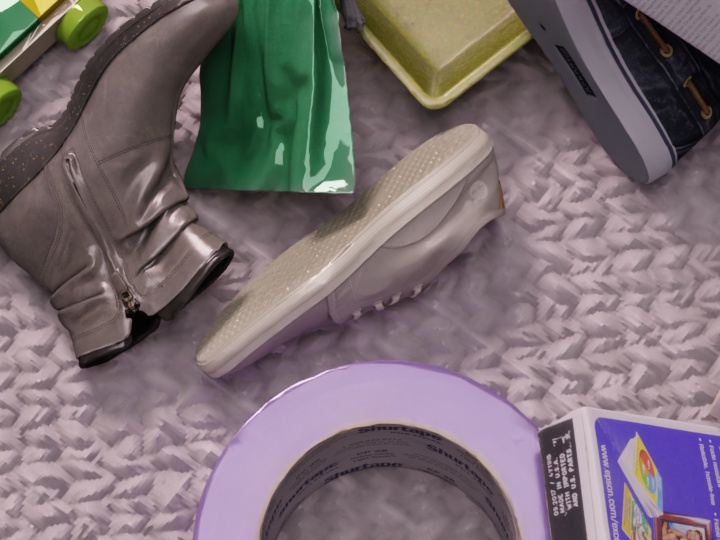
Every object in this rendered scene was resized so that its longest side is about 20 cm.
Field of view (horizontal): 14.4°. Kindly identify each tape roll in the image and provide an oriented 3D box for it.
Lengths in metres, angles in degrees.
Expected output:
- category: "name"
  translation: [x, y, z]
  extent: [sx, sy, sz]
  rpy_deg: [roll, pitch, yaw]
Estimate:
- category: "tape roll"
  translation: [0.015, 0.153, 1.459]
  extent: [0.199, 0.085, 0.201]
  rpy_deg: [0, 72, 0]

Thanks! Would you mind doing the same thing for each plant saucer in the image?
- category: "plant saucer"
  translation: [0.053, -0.209, 1.601]
  extent: [0.200, 0.048, 0.200]
  rpy_deg: [-38, 75, -11]

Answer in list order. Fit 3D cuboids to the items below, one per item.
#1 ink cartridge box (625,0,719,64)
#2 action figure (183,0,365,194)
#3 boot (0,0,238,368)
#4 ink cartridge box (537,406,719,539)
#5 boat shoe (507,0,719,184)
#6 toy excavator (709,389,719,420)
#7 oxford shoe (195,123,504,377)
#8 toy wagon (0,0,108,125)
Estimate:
- category: "ink cartridge box"
  translation: [0.167, -0.201, 1.514]
  extent: [0.200, 0.043, 0.197]
  rpy_deg: [32, 37, -11]
- category: "action figure"
  translation: [-0.041, -0.142, 1.540]
  extent: [0.118, 0.055, 0.201]
  rpy_deg: [4, 92, 32]
- category: "boot"
  translation: [-0.107, -0.050, 1.522]
  extent: [0.200, 0.068, 0.131]
  rpy_deg: [-45, 77, 15]
- category: "ink cartridge box"
  translation: [0.182, 0.178, 1.437]
  extent: [0.200, 0.043, 0.199]
  rpy_deg: [10, 65, -39]
- category: "boat shoe"
  translation: [0.138, -0.149, 1.527]
  extent: [0.091, 0.071, 0.200]
  rpy_deg: [-39, 119, -12]
- category: "toy excavator"
  translation: [0.250, -0.032, 1.471]
  extent: [0.100, 0.195, 0.200]
  rpy_deg: [28, 40, 9]
- category: "oxford shoe"
  translation: [0.000, 0.000, 1.524]
  extent: [0.200, 0.075, 0.058]
  rpy_deg: [-37, 111, -9]
- category: "toy wagon"
  translation: [-0.214, -0.178, 1.598]
  extent: [0.155, 0.040, 0.200]
  rpy_deg: [42, 77, 13]
